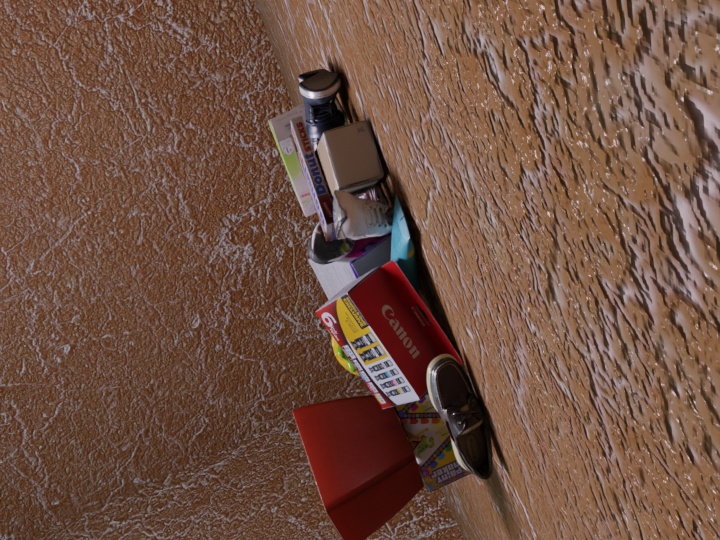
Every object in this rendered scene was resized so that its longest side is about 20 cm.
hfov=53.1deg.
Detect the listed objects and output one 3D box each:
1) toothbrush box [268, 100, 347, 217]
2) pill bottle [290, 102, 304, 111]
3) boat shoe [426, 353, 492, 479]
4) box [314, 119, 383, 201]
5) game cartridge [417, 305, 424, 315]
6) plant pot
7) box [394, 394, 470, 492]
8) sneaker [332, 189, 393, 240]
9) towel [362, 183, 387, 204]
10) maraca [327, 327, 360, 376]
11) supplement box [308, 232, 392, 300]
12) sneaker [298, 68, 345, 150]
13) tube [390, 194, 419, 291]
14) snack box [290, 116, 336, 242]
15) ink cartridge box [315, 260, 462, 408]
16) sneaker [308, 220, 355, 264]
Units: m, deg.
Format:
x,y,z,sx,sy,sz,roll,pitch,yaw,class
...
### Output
x,y,z,sx,sy,sz,roll,pitch,yaw,class
-0.085,-0.231,1.462,0.202,0.143,0.087,72,173,-47,toothbrush box
-0.097,-0.277,1.655,0.114,0.111,0.203,-116,5,-51,pill bottle
0.158,0.219,1.075,0.204,0.072,0.065,66,167,-19,boat shoe
-0.025,-0.172,1.188,0.200,0.076,0.097,156,98,-81,box
0.094,0.067,1.432,0.201,0.038,0.131,74,170,-59,game cartridge
0.006,0.341,1.300,0.202,0.173,0.202,73,172,-51,plant pot
0.138,0.295,1.382,0.200,0.119,0.197,93,155,-82,box
0.008,-0.086,1.116,0.200,0.085,0.077,-12,-80,-76,sneaker
0.015,-0.104,1.361,0.202,0.029,0.148,87,164,-50,towel
-0.005,0.129,1.300,0.139,0.106,0.199,61,-163,18,maraca
0.000,0.000,1.310,0.105,0.100,0.199,61,158,-15,supplement box
-0.062,-0.269,1.266,0.203,0.075,0.150,-108,7,-70,sneaker
0.067,-0.028,1.133,0.202,0.049,0.079,82,169,-59,tube
-0.077,-0.153,1.210,0.072,0.024,0.204,99,153,-69,snack box
0.043,0.105,1.148,0.202,0.083,0.175,54,149,-2,ink cartridge box
-0.052,-0.058,1.293,0.074,0.085,0.201,41,-146,-7,sneaker
